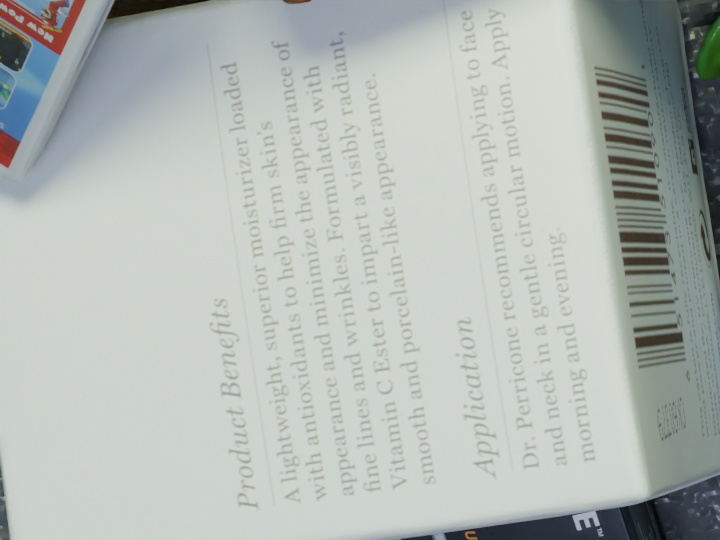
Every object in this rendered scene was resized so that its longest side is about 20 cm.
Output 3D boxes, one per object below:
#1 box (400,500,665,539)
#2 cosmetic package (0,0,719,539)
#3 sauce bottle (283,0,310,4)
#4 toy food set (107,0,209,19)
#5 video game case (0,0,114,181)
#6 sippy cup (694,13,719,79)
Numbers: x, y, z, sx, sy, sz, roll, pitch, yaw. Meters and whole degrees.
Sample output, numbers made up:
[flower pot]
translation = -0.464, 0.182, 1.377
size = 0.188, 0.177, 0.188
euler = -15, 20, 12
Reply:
[box]
translation = 0.031, 0.114, 1.077
size = 0.158, 0.046, 0.201
euler = -12, 112, 18
[cosmetic package]
translation = 0.000, 0.000, 0.933
size = 0.199, 0.165, 0.166
euler = -8, 88, 17
[sauce bottle]
translation = 0.066, -0.126, 0.821
size = 0.199, 0.066, 0.066
euler = -15, 113, 1
[toy food set]
translation = -0.065, -0.169, 0.948
size = 0.197, 0.049, 0.201
euler = -8, 108, 28
[video game case]
translation = -0.120, -0.123, 0.797
size = 0.143, 0.017, 0.200
euler = 32, 138, -1
[sippy cup]
translation = 0.184, -0.012, 0.941
size = 0.139, 0.178, 0.131
euler = 12, 135, -26
